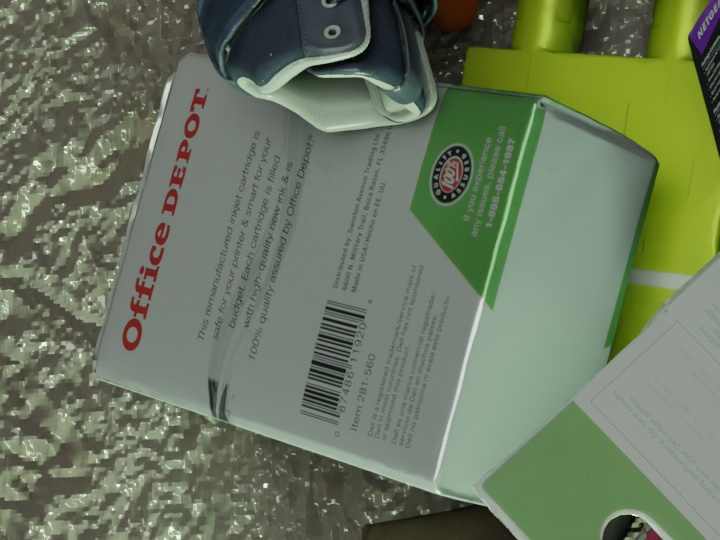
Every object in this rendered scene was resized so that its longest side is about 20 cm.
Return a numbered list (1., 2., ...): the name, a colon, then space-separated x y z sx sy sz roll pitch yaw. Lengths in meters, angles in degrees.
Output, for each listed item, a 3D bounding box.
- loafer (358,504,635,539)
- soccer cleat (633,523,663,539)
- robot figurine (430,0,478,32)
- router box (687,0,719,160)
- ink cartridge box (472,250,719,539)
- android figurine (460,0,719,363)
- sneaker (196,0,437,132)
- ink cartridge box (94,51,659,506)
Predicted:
1. loafer: 0.025 0.129 0.744 0.200 0.073 0.071 -38 86 12
2. soccer cleat: 0.118 0.129 0.700 0.200 0.086 0.070 -38 78 -14
3. robot figurine: -0.011 -0.191 0.798 0.200 0.117 0.144 44 129 18
4. router box: 0.227 -0.031 0.659 0.199 0.051 0.150 4 55 -18
5. ink cartridge box: 0.150 0.070 0.650 0.200 0.048 0.146 -40 79 -21
6. android figurine: 0.095 -0.024 0.765 0.182 0.041 0.201 5 85 27
7. sneaker: 0.022 -0.137 0.666 0.202 0.077 0.147 -31 59 21
8. ink cartridge box: 0.000 0.000 0.739 0.200 0.084 0.147 14 87 44
